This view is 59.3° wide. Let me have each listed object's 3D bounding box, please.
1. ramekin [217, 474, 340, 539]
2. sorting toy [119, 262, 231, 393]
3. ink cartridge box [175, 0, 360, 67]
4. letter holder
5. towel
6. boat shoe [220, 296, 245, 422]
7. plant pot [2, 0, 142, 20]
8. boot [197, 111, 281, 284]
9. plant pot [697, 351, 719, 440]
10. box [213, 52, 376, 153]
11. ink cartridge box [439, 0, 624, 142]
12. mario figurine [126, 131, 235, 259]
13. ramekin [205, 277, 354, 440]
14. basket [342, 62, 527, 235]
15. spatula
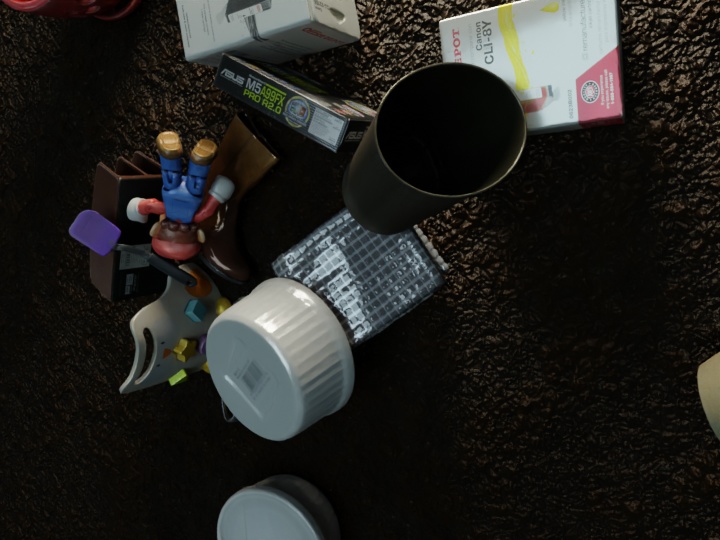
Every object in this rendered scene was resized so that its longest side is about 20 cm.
[{"bbox_3d":[-0.123,0.423,1.009,0.199,0.094,0.206,5,102,24],"label":"ramekin"},{"bbox_3d":[-0.302,0.112,0.990,0.106,0.180,0.203,23,109,20],"label":"sorting toy"},{"bbox_3d":[-0.119,-0.334,0.842,0.197,0.144,0.085,-5,97,26],"label":"ink cartridge box"},{"bbox_3d":[-0.378,-0.077,1.013,0.141,0.100,0.203,31,118,36],"label":"letter holder"},{"bbox_3d":[0.000,0.000,0.851,0.199,0.086,0.167,-36,83,7],"label":"towel"},{"bbox_3d":[-0.190,0.145,1.006,0.071,0.065,0.204,10,103,25],"label":"boat shoe"},{"bbox_3d":[-0.430,-0.476,0.942,0.197,0.182,0.204,4,101,23],"label":"plant pot"},{"bbox_3d":[-0.179,-0.105,0.962,0.200,0.068,0.190,-43,69,26],"label":"boot"},{"bbox_3d":[0.464,0.116,0.645,0.199,0.186,0.190,-25,88,41],"label":"plant pot"},{"bbox_3d":[-0.068,-0.218,0.831,0.198,0.160,0.045,31,112,17],"label":"box"},{"bbox_3d":[0.201,-0.234,0.743,0.197,0.083,0.148,-3,98,26],"label":"ink cartridge box"},{"bbox_3d":[-0.261,-0.106,0.915,0.123,0.106,0.202,32,128,14],"label":"mario figurine"},{"bbox_3d":[-0.112,0.122,0.831,0.198,0.097,0.203,19,123,33],"label":"ramekin"},{"bbox_3d":[0.062,-0.121,0.716,0.138,0.178,0.200,65,158,3],"label":"basket"},{"bbox_3d":[-0.330,-0.025,0.943,0.199,0.021,0.057,31,114,-31],"label":"spatula"}]
